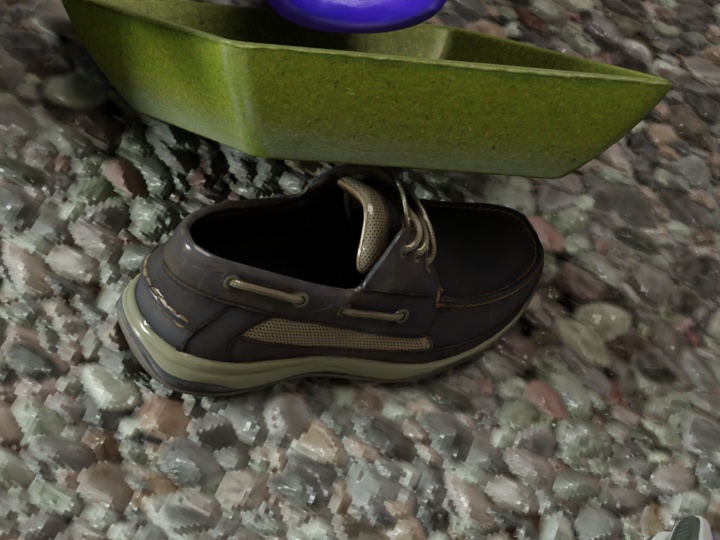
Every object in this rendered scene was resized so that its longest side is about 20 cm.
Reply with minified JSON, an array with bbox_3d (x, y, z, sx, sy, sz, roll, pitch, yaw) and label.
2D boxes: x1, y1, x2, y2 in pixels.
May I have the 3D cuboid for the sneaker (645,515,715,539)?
[{"bbox_3d":[0.126,0.186,0.998,0.083,0.081,0.200,24,46,-30],"label":"sneaker"}]

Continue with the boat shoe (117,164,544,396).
[{"bbox_3d":[0.000,0.000,1.097,0.200,0.073,0.075,-12,56,-36],"label":"boat shoe"}]

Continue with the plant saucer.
[{"bbox_3d":[-0.005,-0.076,1.133,0.199,0.048,0.200,3,10,-26],"label":"plant saucer"}]

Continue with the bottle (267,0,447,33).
[{"bbox_3d":[-0.008,-0.141,1.173,0.083,0.065,0.200,0,9,-6],"label":"bottle"}]
